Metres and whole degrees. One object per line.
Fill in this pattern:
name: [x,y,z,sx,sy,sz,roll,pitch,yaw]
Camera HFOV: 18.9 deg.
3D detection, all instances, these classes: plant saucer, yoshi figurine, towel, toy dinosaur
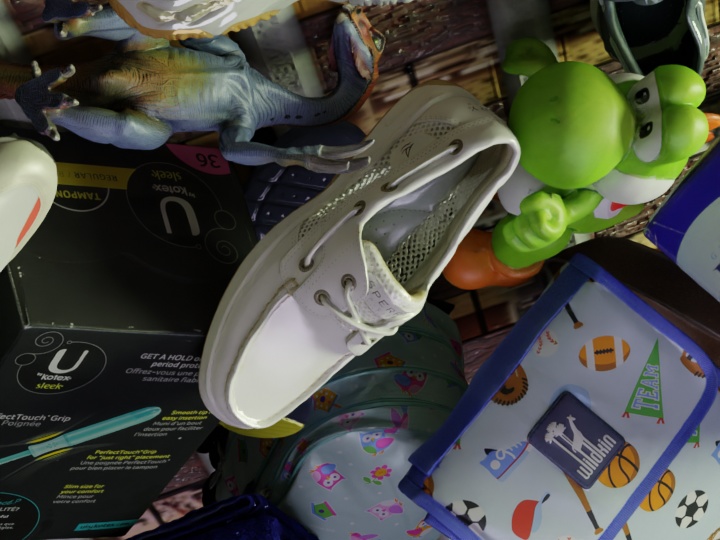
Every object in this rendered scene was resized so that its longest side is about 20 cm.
plant saucer: [0.204,0.033,1.291,0.035,0.200,0.200,-60,145,-5]
yoshi figurine: [0.093,-0.059,1.093,0.112,0.113,0.200,-37,-178,-30]
towel: [-0.126,0.179,1.226,0.199,0.050,0.148,-19,167,4]
toy dinosaur: [-0.081,-0.100,1.034,0.199,0.105,0.181,2,175,37]

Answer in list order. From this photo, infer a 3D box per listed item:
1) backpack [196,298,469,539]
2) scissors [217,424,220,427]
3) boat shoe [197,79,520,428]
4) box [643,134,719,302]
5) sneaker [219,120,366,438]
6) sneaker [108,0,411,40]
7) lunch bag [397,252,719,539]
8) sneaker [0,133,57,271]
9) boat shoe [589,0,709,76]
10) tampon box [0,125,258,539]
backpack: [-0.001,0.102,1.314,0.166,0.127,0.200,0,141,-23]
scissors: [-0.094,0.084,1.242,0.073,0.014,0.200,10,176,-24]
boat shoe: [0.000,0.000,1.029,0.071,0.069,0.200,35,93,-39]
box: [0.263,0.001,1.147,0.105,0.200,0.184,-49,173,12]
sneaker: [-0.041,-0.006,1.182,0.074,0.082,0.201,15,123,-6]
sneaker: [-0.016,-0.163,0.933,0.199,0.076,0.088,-18,132,-20]
lunch bag: [0.128,0.101,1.211,0.170,0.124,0.200,-51,134,-1]
sneaker: [-0.193,0.033,0.949,0.200,0.093,0.070,-44,147,-7]
boat shoe: [0.144,-0.155,1.042,0.073,0.062,0.200,-18,150,-3]
tampon box: [-0.158,0.037,1.122,0.149,0.127,0.200,4,142,-34]
